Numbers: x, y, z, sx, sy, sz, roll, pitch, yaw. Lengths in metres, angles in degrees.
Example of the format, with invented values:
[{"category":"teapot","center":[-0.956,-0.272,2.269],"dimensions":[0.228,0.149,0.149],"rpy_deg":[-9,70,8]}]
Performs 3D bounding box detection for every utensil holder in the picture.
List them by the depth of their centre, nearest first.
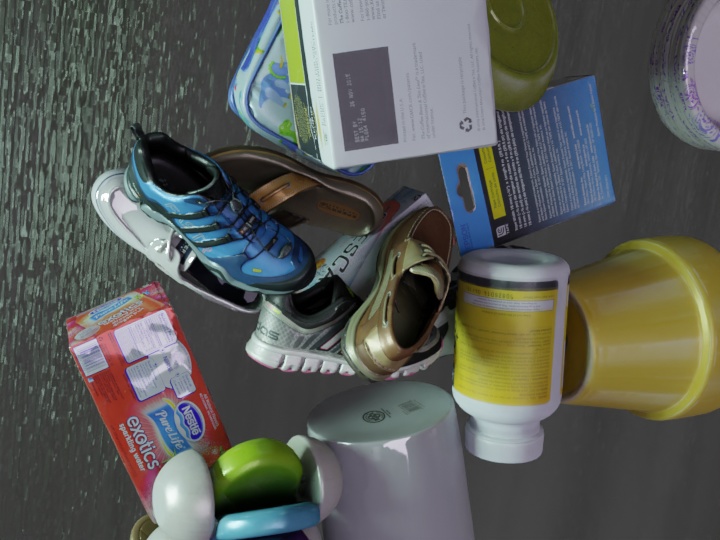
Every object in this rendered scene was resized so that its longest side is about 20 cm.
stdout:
[{"category":"utensil holder","center":[0.033,0.239,0.912],"dimensions":[0.169,0.170,0.202],"rpy_deg":[-14,104,-17]}]

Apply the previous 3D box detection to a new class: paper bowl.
[{"category":"paper bowl","center":[0.412,-0.237,0.973],"dimensions":[0.199,0.104,0.202],"rpy_deg":[-4,104,-18]}]

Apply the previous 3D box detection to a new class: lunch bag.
[{"category":"lunch bag","center":[-0.026,-0.207,0.831],"dimensions":[0.160,0.082,0.201],"rpy_deg":[25,93,-24]}]

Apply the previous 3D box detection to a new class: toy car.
[{"category":"toy car","center":[-0.096,0.253,0.782],"dimensions":[0.174,0.150,0.201],"rpy_deg":[0,120,-30]}]

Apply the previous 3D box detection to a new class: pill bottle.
[{"category":"pill bottle","center":[0.149,0.084,0.869],"dimensions":[0.111,0.112,0.202],"rpy_deg":[-3,102,-19]}]

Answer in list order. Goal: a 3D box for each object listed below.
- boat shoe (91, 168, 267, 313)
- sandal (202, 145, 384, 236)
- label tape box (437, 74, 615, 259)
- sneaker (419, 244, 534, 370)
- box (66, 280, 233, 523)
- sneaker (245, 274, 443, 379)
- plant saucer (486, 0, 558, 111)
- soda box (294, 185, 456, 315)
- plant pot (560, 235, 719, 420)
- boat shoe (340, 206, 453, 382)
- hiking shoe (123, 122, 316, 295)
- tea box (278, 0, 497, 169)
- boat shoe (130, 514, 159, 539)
[{"category":"boat shoe","center":[-0.167,-0.027,0.830],"dimensions":[0.199,0.065,0.074],"rpy_deg":[34,90,-23]},{"category":"sandal","center":[-0.073,-0.066,0.832],"dimensions":[0.198,0.054,0.080],"rpy_deg":[16,141,-11]},{"category":"label tape box","center":[0.167,-0.115,0.932],"dimensions":[0.199,0.063,0.145],"rpy_deg":[-19,107,-16]},{"category":"sneaker","center":[0.123,0.039,0.959],"dimensions":[0.199,0.074,0.080],"rpy_deg":[-25,124,-9]},{"category":"box","center":[-0.198,0.125,0.837],"dimensions":[0.099,0.095,0.201],"rpy_deg":[-24,110,-13]},{"category":"sneaker","center":[-0.008,0.050,0.833],"dimensions":[0.198,0.074,0.088],"rpy_deg":[4,109,-17]},{"category":"plant saucer","center":[0.134,-0.257,0.851],"dimensions":[0.199,0.031,0.202],"rpy_deg":[14,68,-36]},{"category":"soda box","center":[0.000,0.000,0.899],"dimensions":[0.200,0.064,0.069],"rpy_deg":[-40,112,-8]},{"category":"plant pot","center":[0.282,0.068,0.934],"dimensions":[0.187,0.200,0.203],"rpy_deg":[-4,104,-26]},{"category":"boat shoe","center":[0.053,0.016,0.801],"dimensions":[0.076,0.074,0.201],"rpy_deg":[39,50,-19]},{"category":"hiking shoe","center":[-0.125,-0.047,0.764],"dimensions":[0.199,0.087,0.075],"rpy_deg":[31,67,-2]},{"category":"tea box","center":[0.010,-0.197,0.697],"dimensions":[0.132,0.197,0.202],"rpy_deg":[-10,105,-11]},{"category":"boat shoe","center":[-0.144,0.297,0.909],"dimensions":[0.198,0.065,0.073],"rpy_deg":[9,59,-17]}]
